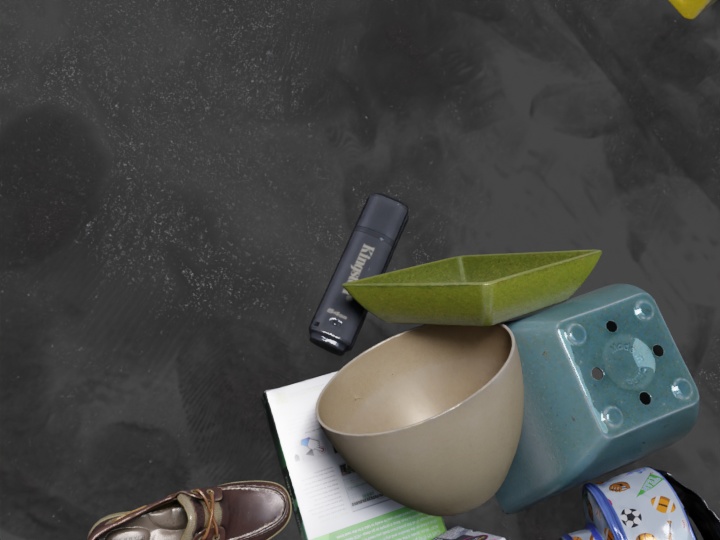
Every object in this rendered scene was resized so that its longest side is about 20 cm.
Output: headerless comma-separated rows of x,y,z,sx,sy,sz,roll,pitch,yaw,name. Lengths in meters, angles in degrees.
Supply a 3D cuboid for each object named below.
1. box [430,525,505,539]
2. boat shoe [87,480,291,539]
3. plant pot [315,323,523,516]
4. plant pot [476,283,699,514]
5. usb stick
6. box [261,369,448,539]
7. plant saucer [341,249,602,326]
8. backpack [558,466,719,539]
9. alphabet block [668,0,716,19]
0.103,0.362,0.758,0.131,0.115,0.201,-22,87,-19,box
-0.160,0.243,0.780,0.198,0.072,0.073,-5,71,-15,boat shoe
0.073,0.153,0.786,0.200,0.200,0.135,-29,108,-21,plant pot
0.230,0.118,0.851,0.195,0.200,0.197,-16,74,-19,plant pot
0.000,0.000,0.931,0.055,0.033,0.201,26,67,-4,usb stick
-0.008,0.205,0.852,0.143,0.036,0.201,-13,72,-18,box
0.118,0.019,0.849,0.199,0.199,0.048,-13,98,-42,plant saucer
0.280,0.297,0.812,0.153,0.200,0.192,-10,71,-1,backpack
0.511,-0.521,1.162,0.200,0.196,0.197,-37,80,-24,alphabet block
